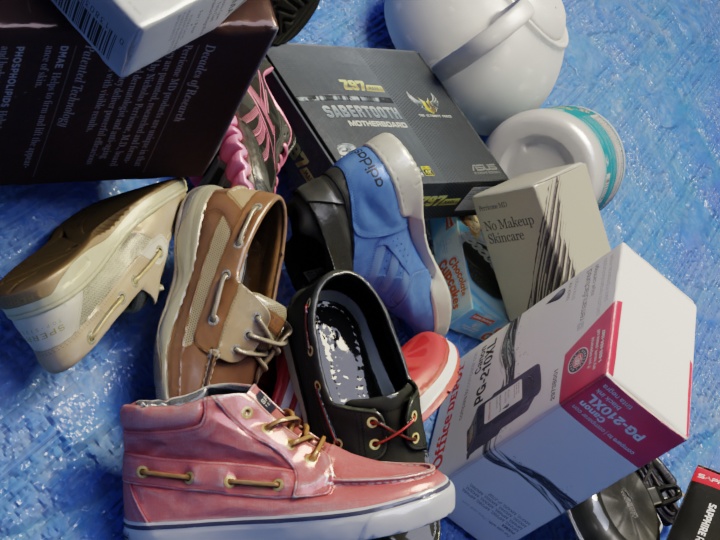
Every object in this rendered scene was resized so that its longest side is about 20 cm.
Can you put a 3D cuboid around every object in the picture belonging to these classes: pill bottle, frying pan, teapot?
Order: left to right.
[{"bbox_3d":[0.127,-0.234,1.290,0.197,0.146,0.201,22,42,-45],"label":"teapot"},{"bbox_3d":[0.183,-0.096,1.271,0.111,0.111,0.200,56,20,4],"label":"pill bottle"},{"bbox_3d":[0.224,0.198,1.095,0.190,0.031,0.115,25,45,-38],"label":"frying pan"}]

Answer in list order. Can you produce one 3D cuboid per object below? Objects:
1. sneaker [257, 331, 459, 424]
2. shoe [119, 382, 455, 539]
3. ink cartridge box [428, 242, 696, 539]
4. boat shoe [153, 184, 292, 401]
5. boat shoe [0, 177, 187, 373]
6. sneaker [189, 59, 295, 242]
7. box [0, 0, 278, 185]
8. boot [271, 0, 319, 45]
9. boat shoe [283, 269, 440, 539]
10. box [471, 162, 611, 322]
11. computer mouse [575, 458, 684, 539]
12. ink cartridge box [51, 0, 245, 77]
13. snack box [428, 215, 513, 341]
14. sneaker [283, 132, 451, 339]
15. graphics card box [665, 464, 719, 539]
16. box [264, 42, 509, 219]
[{"bbox_3d":[-0.007,0.072,0.976,0.116,0.078,0.200,50,35,-7],"label":"sneaker"},{"bbox_3d":[-0.044,0.112,0.817,0.071,0.199,0.091,-155,-120,-84],"label":"shoe"},{"bbox_3d":[0.145,0.097,1.020,0.084,0.200,0.145,38,39,-16],"label":"ink cartridge box"},{"bbox_3d":[-0.084,0.035,0.888,0.076,0.071,0.201,40,49,-62],"label":"boat shoe"},{"bbox_3d":[-0.160,-0.002,0.880,0.065,0.072,0.200,67,24,-17],"label":"boat shoe"},{"bbox_3d":[-0.081,-0.088,1.017,0.095,0.079,0.201,7,58,-38],"label":"sneaker"},{"bbox_3d":[-0.185,-0.164,0.854,0.199,0.164,0.167,-6,63,-27],"label":"box"},{"bbox_3d":[-0.124,-0.253,1.036,0.158,0.079,0.211,42,1,13],"label":"boot"},{"bbox_3d":[0.004,0.098,0.890,0.073,0.063,0.202,-10,72,-30],"label":"boat shoe"},{"bbox_3d":[0.166,0.019,1.132,0.068,0.082,0.201,-24,99,-36],"label":"box"},{"bbox_3d":[0.215,0.202,1.145,0.110,0.044,0.200,56,31,-4],"label":"computer mouse"},{"bbox_3d":[-0.112,-0.217,0.790,0.160,0.047,0.200,47,51,8],"label":"ink cartridge box"},{"bbox_3d":[0.149,0.020,1.220,0.199,0.037,0.117,21,47,-36],"label":"snack box"},{"bbox_3d":[-0.001,-0.001,1.030,0.111,0.200,0.077,-29,49,-13],"label":"sneaker"},{"bbox_3d":[0.239,0.257,1.048,0.051,0.126,0.200,21,36,18],"label":"graphics card box"},{"bbox_3d":[0.010,-0.115,1.136,0.199,0.051,0.158,-4,53,-45],"label":"box"}]
